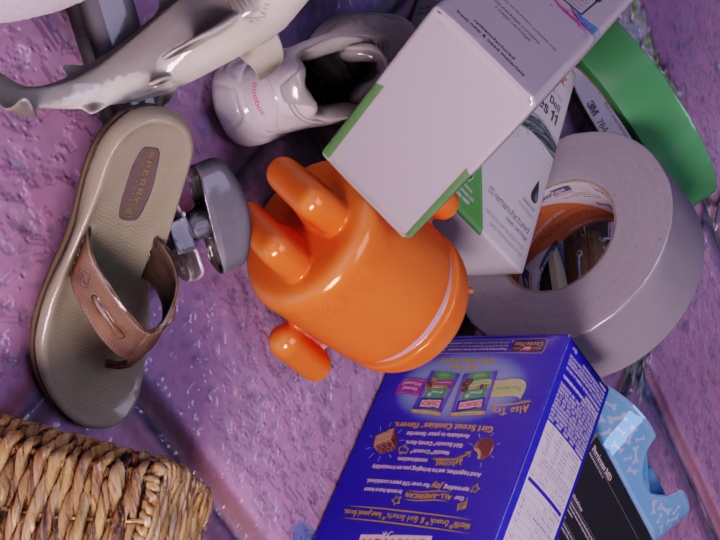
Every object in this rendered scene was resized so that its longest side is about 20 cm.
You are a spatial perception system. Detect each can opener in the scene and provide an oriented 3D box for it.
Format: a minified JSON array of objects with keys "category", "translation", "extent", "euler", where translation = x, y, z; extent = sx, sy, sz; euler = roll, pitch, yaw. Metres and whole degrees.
[{"category":"can opener","translation":[-0.122,-0.090,0.710],"extent":[0.066,0.053,0.202],"euler":[-22,107,-26]}]

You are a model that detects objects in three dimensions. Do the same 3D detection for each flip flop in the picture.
[{"category":"flip flop","translation":[-0.133,0.006,0.661],"extent":[0.081,0.057,0.202],"euler":[-1,117,-49]}]

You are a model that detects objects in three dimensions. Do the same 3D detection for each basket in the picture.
[{"category":"basket","translation":[-0.181,0.191,0.635],"extent":[0.143,0.147,0.202],"euler":[70,32,-70]}]

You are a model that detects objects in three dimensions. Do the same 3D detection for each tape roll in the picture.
[{"category":"tape roll","translation":[0.177,-0.013,0.946],"extent":[0.066,0.199,0.202],"euler":[40,60,-41]},{"category":"tape roll","translation":[0.248,-0.142,1.051],"extent":[0.048,0.201,0.201],"euler":[-33,123,4]}]

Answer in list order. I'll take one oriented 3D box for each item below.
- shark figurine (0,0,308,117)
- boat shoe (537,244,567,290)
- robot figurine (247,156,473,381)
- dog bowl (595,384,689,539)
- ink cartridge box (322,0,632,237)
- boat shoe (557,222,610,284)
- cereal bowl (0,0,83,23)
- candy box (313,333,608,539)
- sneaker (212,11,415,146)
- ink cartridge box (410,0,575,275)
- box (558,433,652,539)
[{"category":"shark figurine","translation":[-0.121,-0.141,0.647],"extent":[0.212,0.128,0.090],"euler":[-25,81,-9]},{"category":"boat shoe","translation":[0.156,0.046,1.020],"extent":[0.072,0.067,0.203],"euler":[52,33,-60]},{"category":"robot figurine","translation":[-0.001,0.001,0.808],"extent":[0.199,0.116,0.146],"euler":[35,57,-42]},{"category":"dog bowl","translation":[0.234,0.184,1.081],"extent":[0.050,0.111,0.201],"euler":[-45,123,-23]},{"category":"ink cartridge box","translation":[0.084,-0.134,0.755],"extent":[0.084,0.145,0.200],"euler":[43,45,0]},{"category":"boat shoe","translation":[0.224,0.003,1.095],"extent":[0.072,0.072,0.203],"euler":[25,69,-45]},{"category":"cereal bowl","translation":[-0.171,-0.186,0.571],"extent":[0.201,0.198,0.084],"euler":[-56,151,-33]},{"category":"candy box","translation":[0.071,0.150,0.844],"extent":[0.077,0.168,0.201],"euler":[47,56,-32]},{"category":"sneaker","translation":[-0.006,-0.138,0.815],"extent":[0.199,0.099,0.079],"euler":[-35,114,-44]},{"category":"ink cartridge box","translation":[0.091,-0.117,0.939],"extent":[0.146,0.082,0.202],"euler":[39,60,-41]},{"category":"box","translation":[0.187,0.258,1.035],"extent":[0.141,0.078,0.201],"euler":[-49,124,-27]}]
